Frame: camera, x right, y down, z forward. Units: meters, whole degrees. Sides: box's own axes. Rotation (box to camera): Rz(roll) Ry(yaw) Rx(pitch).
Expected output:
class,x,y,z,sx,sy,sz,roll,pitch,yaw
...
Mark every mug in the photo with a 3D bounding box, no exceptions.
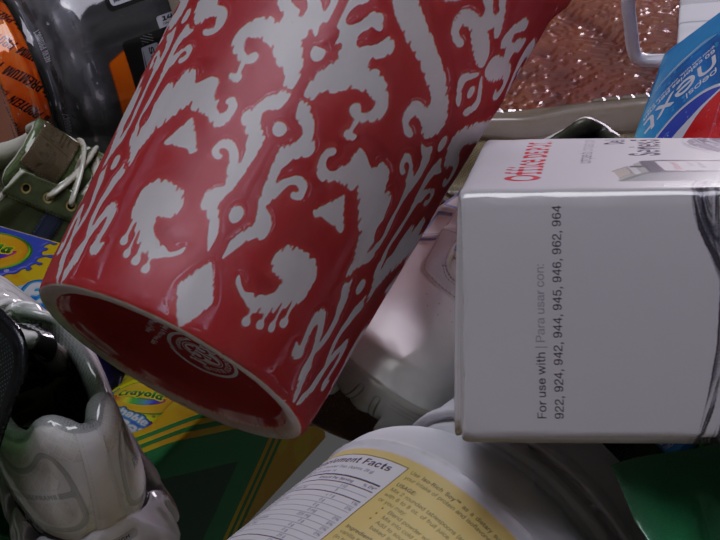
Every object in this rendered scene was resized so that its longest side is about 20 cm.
class,x,y,z,sx,sy,sz,roll,pitch,yaw
mug,-0.016,-0.041,0.914,0.133,0.178,0.201,19,70,26

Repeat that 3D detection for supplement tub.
class,x,y,z,sx,sy,sz,roll,pitch,yaw
supplement tub,-0.097,-0.123,1.259,0.199,0.123,0.123,-22,37,-15
supplement tub,0.003,0.144,0.837,0.145,0.146,0.200,24,48,39

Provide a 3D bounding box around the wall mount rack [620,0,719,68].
class,x,y,z,sx,sy,sz,roll,pitch,yaw
wall mount rack,0.223,-0.160,1.271,0.173,0.075,0.201,-2,36,11

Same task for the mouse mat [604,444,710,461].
class,x,y,z,sx,sy,sz,roll,pitch,yaw
mouse mat,0.161,0.114,0.903,0.160,0.008,0.201,-18,40,18

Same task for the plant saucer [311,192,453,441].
class,x,y,z,sx,sy,sz,roll,pitch,yaw
plant saucer,0.000,0.000,1.048,0.199,0.032,0.201,23,32,-15

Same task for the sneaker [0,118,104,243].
class,x,y,z,sx,sy,sz,roll,pitch,yaw
sneaker,-0.136,-0.027,1.161,0.199,0.090,0.067,0,35,13

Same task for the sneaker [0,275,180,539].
class,x,y,z,sx,sy,sz,roll,pitch,yaw
sneaker,-0.134,0.038,0.953,0.075,0.081,0.200,-28,41,-20

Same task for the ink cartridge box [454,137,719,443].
class,x,y,z,sx,sy,sz,roll,pitch,yaw
ink cartridge box,0.133,0.003,0.827,0.199,0.085,0.146,0,9,6

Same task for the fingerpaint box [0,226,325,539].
class,x,y,z,sx,sy,sz,roll,pitch,yaw
fingerpaint box,-0.144,0.066,1.047,0.199,0.074,0.167,16,42,31

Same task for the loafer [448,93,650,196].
class,x,y,z,sx,sy,sz,roll,pitch,yaw
loafer,0.076,-0.041,1.144,0.199,0.069,0.076,-6,-2,31

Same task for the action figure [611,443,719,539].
class,x,y,z,sx,sy,sz,roll,pitch,yaw
action figure,0.181,0.090,0.834,0.199,0.119,0.055,-19,-1,-26

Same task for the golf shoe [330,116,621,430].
class,x,y,z,sx,sy,sz,roll,pitch,yaw
golf shoe,0.046,-0.006,0.973,0.078,0.097,0.200,36,32,5

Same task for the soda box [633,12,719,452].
class,x,y,z,sx,sy,sz,roll,pitch,yaw
soda box,0.145,-0.024,1.002,0.064,0.068,0.200,-38,19,41

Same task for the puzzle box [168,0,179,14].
class,x,y,z,sx,sy,sz,roll,pitch,yaw
puzzle box,-0.032,-0.152,1.203,0.132,0.201,0.025,-17,0,-17

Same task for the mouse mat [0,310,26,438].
class,x,y,z,sx,sy,sz,roll,pitch,yaw
mouse mat,-0.193,0.077,0.939,0.007,0.201,0.161,2,26,-42
